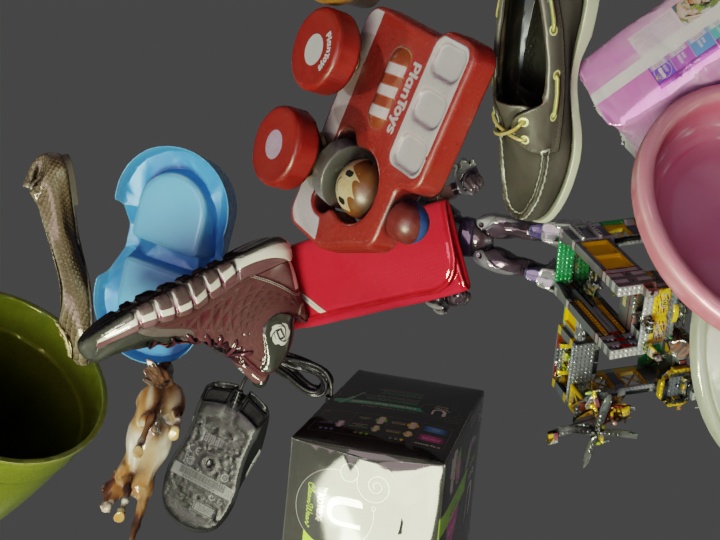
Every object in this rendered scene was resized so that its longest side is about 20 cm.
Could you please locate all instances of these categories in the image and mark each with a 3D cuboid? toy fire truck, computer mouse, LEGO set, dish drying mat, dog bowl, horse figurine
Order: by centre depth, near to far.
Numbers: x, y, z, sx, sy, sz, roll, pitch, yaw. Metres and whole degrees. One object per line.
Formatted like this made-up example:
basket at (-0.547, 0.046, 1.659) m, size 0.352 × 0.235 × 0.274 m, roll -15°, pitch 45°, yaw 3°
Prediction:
LEGO set at (0.221, 0.050, 0.761) m, size 0.152 × 0.116 × 0.202 m, roll 1°, pitch 117°, yaw -16°
toy fire truck at (0.013, -0.103, 0.796) m, size 0.168 × 0.111 × 0.202 m, roll 42°, pitch 113°, yaw 48°
dish drying mat at (0.000, 0.000, 0.871) m, size 0.198 × 0.018 × 0.078 m, roll -14°, pitch 90°, yaw 37°
horse figurine at (-0.197, 0.161, 0.930) m, size 0.049 × 0.133 × 0.202 m, roll 16°, pitch 109°, yaw -13°
dog bowl at (-0.175, -0.015, 0.934) m, size 0.110 × 0.050 × 0.202 m, roll 19°, pitch 103°, yaw 11°
computer mouse at (-0.098, 0.157, 0.948) m, size 0.139 × 0.046 × 0.202 m, roll 19°, pitch 97°, yaw 9°

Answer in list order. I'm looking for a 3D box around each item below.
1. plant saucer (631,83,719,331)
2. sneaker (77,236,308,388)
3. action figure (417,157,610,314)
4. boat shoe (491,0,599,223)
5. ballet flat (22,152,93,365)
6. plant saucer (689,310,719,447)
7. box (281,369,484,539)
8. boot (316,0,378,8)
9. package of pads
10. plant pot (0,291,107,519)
plant saucer at (0.274, -0.032, 0.689) m, size 0.198 × 0.051 × 0.203 m, roll 5°, pitch 63°, yaw -9°
sneaker at (-0.129, 0.060, 0.860) m, size 0.198 × 0.076 × 0.117 m, roll -26°, pitch 101°, yaw -17°
action figure at (0.105, -0.026, 0.848) m, size 0.198 × 0.069 × 0.132 m, roll 10°, pitch 106°, yaw 16°
boat shoe at (0.123, -0.129, 0.741) m, size 0.072 × 0.060 × 0.204 m, roll 32°, pitch 126°, yaw 49°
ballet flat at (-0.282, -0.009, 0.951) m, size 0.046 × 0.067 × 0.203 m, roll -9°, pitch 95°, yaw -25°
plant saucer at (0.323, 0.050, 0.743) m, size 0.050 × 0.198 × 0.203 m, roll 3°, pitch 103°, yaw 57°
box at (0.023, 0.184, 0.834) m, size 0.123 × 0.200 × 0.151 m, roll 7°, pitch 101°, yaw 13°
boot at (-0.077, -0.277, 0.806) m, size 0.200 × 0.144 × 0.071 m, roll 37°, pitch 105°, yaw 18°
package of pads at (0.267, -0.167, 0.752) m, size 0.199 × 0.120 × 0.076 m, roll -35°, pitch 70°, yaw 17°
plant pot at (-0.371, 0.156, 0.954) m, size 0.200 × 0.200 × 0.193 m, roll 42°, pitch 119°, yaw 5°
